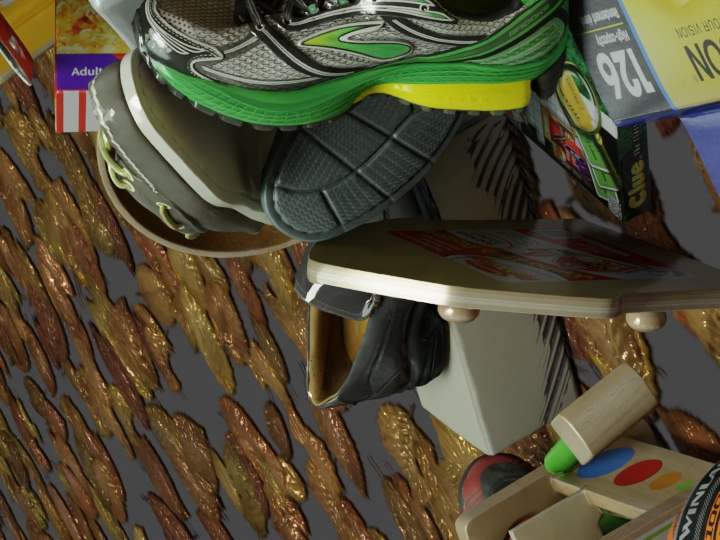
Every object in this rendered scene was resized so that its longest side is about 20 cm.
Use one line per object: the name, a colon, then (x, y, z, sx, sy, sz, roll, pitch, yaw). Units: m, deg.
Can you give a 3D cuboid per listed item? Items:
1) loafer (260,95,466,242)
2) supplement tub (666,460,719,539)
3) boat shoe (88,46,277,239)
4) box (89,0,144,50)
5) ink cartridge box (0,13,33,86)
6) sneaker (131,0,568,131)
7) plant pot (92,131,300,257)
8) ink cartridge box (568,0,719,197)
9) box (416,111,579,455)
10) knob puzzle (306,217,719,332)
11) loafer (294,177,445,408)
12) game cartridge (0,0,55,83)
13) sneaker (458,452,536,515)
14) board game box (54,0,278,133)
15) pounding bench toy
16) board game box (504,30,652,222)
loafer: (0.022, -0.101, 1.289, 0.072, 0.200, 0.063, 36, -174, -19)
supplement tub: (0.213, 0.127, 1.174, 0.123, 0.122, 0.200, 61, 161, 1)
boat shoe: (-0.088, -0.055, 1.272, 0.202, 0.060, 0.073, 33, -135, -70)
box: (-0.076, -0.229, 1.278, 0.200, 0.198, 0.131, 55, 180, 19)
ink cartridge box: (-0.199, -0.190, 1.302, 0.201, 0.050, 0.109, 56, -179, -13)
sneaker: (-0.004, -0.120, 1.197, 0.085, 0.199, 0.078, 96, 165, -49)
plant pot: (-0.085, -0.140, 1.548, 0.200, 0.185, 0.187, -117, 12, -47)
ink cartridge box: (0.141, -0.117, 1.143, 0.201, 0.047, 0.198, 66, 162, -6)
box: (0.056, -0.004, 1.494, 0.082, 0.068, 0.201, 35, 149, 52)
knob puzzle: (0.064, 0.007, 1.288, 0.219, 0.218, 0.031, 26, 114, 61)
loafer: (0.000, 0.000, 1.428, 0.073, 0.072, 0.201, 42, 152, 41)
game cartridge: (-0.148, -0.200, 1.512, 0.032, 0.200, 0.176, 52, 179, -28)
sneaker: (0.128, 0.177, 1.546, 0.201, 0.071, 0.098, 52, 167, 21)
board game box: (-0.083, -0.169, 1.377, 0.046, 0.150, 0.201, 103, 165, -64)
pounding bench toy: (0.132, 0.133, 1.396, 0.156, 0.124, 0.201, 16, 131, 66)
board game box: (0.078, -0.117, 1.349, 0.200, 0.023, 0.105, 45, 153, 41)
